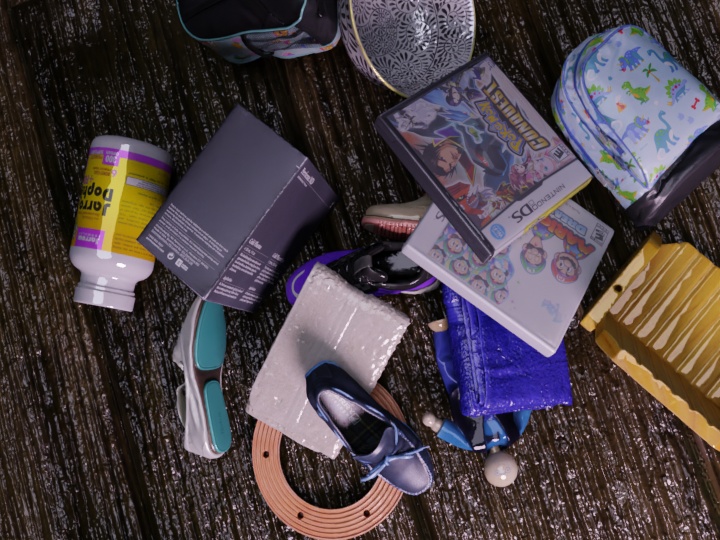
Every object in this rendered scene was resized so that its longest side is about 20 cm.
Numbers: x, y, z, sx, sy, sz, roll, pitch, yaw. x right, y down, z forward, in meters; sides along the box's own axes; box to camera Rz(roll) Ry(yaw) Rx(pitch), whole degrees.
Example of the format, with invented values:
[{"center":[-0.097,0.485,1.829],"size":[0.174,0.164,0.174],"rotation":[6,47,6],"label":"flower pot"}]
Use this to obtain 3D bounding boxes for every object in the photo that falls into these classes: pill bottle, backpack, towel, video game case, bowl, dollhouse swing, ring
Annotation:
[{"center":[-0.300,-0.056,0.970],"size":[0.102,0.104,0.205],"rotation":[8,84,8],"label":"pill bottle"},{"center":[0.312,-0.178,0.893],"size":[0.162,0.154,0.201],"rotation":[-39,67,-2],"label":"backpack"},{"center":[0.168,0.058,0.892],"size":[0.144,0.050,0.205],"rotation":[-3,78,-18],"label":"towel"},{"center":[-0.041,0.108,0.906],"size":[0.131,0.035,0.203],"rotation":[29,103,-1],"label":"towel"},{"center":[0.170,-0.033,0.878],"size":[0.198,0.024,0.183],"rotation":[35,63,1],"label":"video game case"},{"center":[0.039,-0.301,0.941],"size":[0.093,0.198,0.206],"rotation":[3,81,51],"label":"bowl"},{"center":[-0.120,-0.344,0.949],"size":[0.196,0.153,0.180],"rotation":[-3,86,21],"label":"backpack"},{"center":[0.358,0.067,0.832],"size":[0.199,0.176,0.182],"rotation":[41,90,11],"label":"dollhouse swing"},{"center":[0.142,-0.135,0.888],"size":[0.179,0.026,0.201],"rotation":[-34,79,-24],"label":"video game case"},{"center":[-0.035,0.219,0.946],"size":[0.195,0.019,0.206],"rotation":[-1,83,7],"label":"ring"}]

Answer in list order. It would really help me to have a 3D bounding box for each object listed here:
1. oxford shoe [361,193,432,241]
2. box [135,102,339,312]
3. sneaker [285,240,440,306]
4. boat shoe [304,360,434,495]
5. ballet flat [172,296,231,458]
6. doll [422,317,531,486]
[{"center":[0.098,-0.075,0.941],"size":[0.195,0.071,0.076],"rotation":[0,79,-4],"label":"oxford shoe"},{"center":[-0.131,-0.061,0.900],"size":[0.104,0.200,0.183],"rotation":[38,89,11],"label":"box"},{"center":[0.000,-0.001,0.924],"size":[0.195,0.100,0.071],"rotation":[-11,80,6],"label":"sneaker"},{"center":[0.007,0.191,0.870],"size":[0.199,0.069,0.084],"rotation":[40,99,-16],"label":"boat shoe"},{"center":[-0.201,0.128,0.961],"size":[0.068,0.069,0.205],"rotation":[-6,84,7],"label":"ballet flat"},{"center":[0.135,0.151,0.914],"size":[0.134,0.049,0.204],"rotation":[-17,81,-7],"label":"doll"}]
